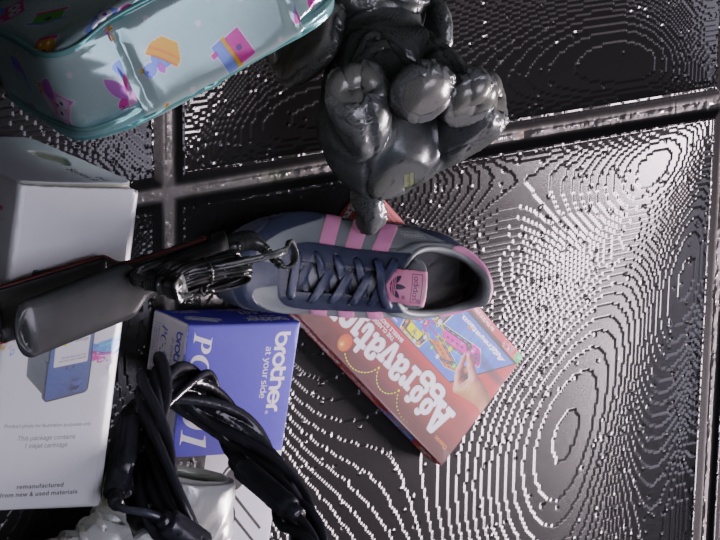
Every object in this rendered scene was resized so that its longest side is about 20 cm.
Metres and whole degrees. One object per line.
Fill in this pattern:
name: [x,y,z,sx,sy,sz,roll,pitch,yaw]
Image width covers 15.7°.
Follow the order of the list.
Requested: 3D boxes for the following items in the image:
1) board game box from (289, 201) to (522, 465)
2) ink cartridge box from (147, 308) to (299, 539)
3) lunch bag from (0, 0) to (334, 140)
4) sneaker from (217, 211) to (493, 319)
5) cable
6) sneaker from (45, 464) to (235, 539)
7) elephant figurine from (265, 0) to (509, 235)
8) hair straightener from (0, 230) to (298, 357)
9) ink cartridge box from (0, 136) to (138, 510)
board game box: [0.030,0.041,1.835,0.103,0.019,0.200,-52,127,-12]
ink cartridge box: [-0.102,0.126,1.744,0.094,0.044,0.200,-1,104,-39]
lunch bag: [-0.121,-0.159,1.572,0.200,0.160,0.077,-31,116,-19]
sneaker: [0.000,0.000,1.735,0.200,0.082,0.070,-3,106,-35]
cable: [-0.083,0.130,1.619,0.163,0.200,0.051,35,114,-17]
sneaker: [-0.176,0.170,1.670,0.200,0.074,0.116,-1,101,-17]
elephant figurine: [0.010,-0.159,1.700,0.155,0.200,0.142,-29,151,11]
hair straightener: [-0.113,0.013,1.492,0.200,0.077,0.041,-13,110,-34]
ink cartridge box: [-0.215,0.028,1.563,0.087,0.145,0.200,2,103,-38]
